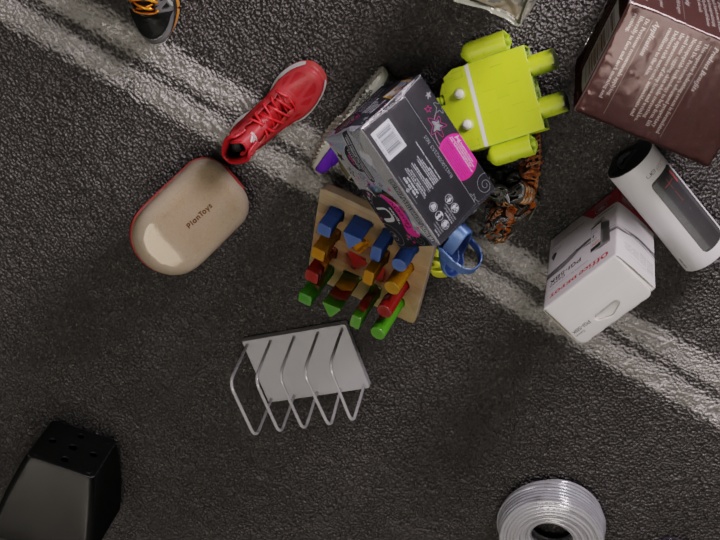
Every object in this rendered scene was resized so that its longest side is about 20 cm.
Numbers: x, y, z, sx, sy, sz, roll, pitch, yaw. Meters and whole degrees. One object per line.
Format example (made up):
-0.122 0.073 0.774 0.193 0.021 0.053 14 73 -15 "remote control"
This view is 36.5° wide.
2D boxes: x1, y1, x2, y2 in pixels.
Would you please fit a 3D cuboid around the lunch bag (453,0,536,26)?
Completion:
0.208 -0.441 1.386 0.117 0.164 0.201 21 125 5 "lunch bag"

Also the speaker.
0.451 -0.095 1.605 0.081 0.081 0.200 -34 109 29 "speaker"

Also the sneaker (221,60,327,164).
-0.132 -0.223 1.633 0.078 0.116 0.200 40 122 -14 "sneaker"

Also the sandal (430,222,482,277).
0.139 -0.068 1.681 0.087 0.079 0.201 21 143 44 "sandal"

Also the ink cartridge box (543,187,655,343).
0.352 -0.010 1.608 0.083 0.200 0.147 40 122 -13 "ink cartridge box"

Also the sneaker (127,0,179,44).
-0.312 -0.418 1.573 0.077 0.077 0.201 3 124 9 "sneaker"

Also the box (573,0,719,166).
0.406 -0.275 1.447 0.199 0.165 0.167 22 124 -3 "box"

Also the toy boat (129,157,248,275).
-0.283 -0.086 1.756 0.200 0.131 0.131 -45 110 -13 "toy boat"

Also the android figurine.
0.193 -0.243 1.558 0.198 0.041 0.184 -13 90 23 "android figurine"

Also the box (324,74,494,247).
0.068 -0.149 1.534 0.201 0.132 0.114 54 157 -17 "box"

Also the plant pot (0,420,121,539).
-0.569 0.413 2.106 0.198 0.200 0.179 19 114 0 "plant pot"

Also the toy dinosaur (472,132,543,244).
0.217 -0.128 1.646 0.135 0.102 0.202 9 111 -19 "toy dinosaur"

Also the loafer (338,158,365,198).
0.029 -0.128 1.647 0.075 0.070 0.200 -23 146 30 "loafer"

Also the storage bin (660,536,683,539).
0.620 0.592 2.001 0.199 0.094 0.136 22 124 -3 "storage bin"

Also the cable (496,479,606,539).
0.348 0.474 2.000 0.198 0.069 0.201 -3 122 15 "cable"

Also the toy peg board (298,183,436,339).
0.000 0.000 1.710 0.199 0.098 0.200 24 138 11 "toy peg board"

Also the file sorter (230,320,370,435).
-0.105 0.193 1.890 0.198 0.125 0.140 -11 120 18 "file sorter"

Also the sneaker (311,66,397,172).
0.009 -0.203 1.642 0.099 0.070 0.200 35 124 -13 "sneaker"
